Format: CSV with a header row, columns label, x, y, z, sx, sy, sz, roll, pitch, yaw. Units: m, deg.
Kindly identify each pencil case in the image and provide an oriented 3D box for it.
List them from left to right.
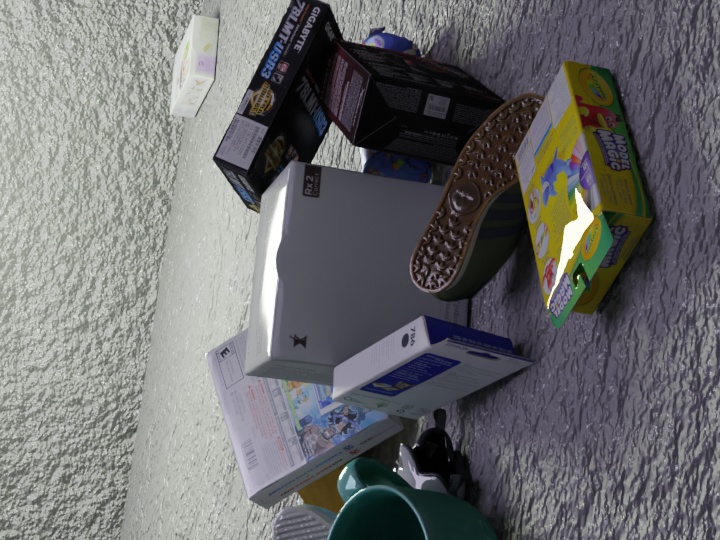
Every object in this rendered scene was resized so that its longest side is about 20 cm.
label,x,y,z,sx,sy,sz,roll,pitch,yaw
pencil case,0.037,-0.179,1.702,0.087,0.078,0.201,-34,44,35

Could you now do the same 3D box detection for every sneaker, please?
label,x,y,z,sx,sy,sz,roll,pitch,yaw
sneaker,0.007,0.292,1.466,0.074,0.200,0.082,-51,-12,10
sneaker,0.055,0.198,1.474,0.200,0.077,0.141,27,107,63
sneaker,0.120,-0.059,1.369,0.067,0.090,0.201,31,89,30

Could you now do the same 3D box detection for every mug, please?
label,x,y,z,sx,sy,sz,roll,pitch,yaw
mug,0.054,0.253,1.317,0.152,0.114,0.186,-17,66,49

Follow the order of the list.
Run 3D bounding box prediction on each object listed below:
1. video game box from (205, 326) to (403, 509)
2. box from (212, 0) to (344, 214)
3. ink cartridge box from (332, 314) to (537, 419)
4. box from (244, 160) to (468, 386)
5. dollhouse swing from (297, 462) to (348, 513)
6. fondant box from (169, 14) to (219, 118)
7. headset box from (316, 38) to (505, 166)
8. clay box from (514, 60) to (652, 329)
label,x,y,z,sx,sy,sz,roll,pitch,yaw
video game box,-0.065,0.130,1.650,0.182,0.047,0.201,-33,53,15
box,-0.077,-0.169,1.620,0.199,0.049,0.200,-62,-12,-9
ink cartridge box,0.065,0.085,1.373,0.200,0.099,0.039,-31,50,52
box,-0.002,0.013,1.524,0.131,0.199,0.200,146,131,-71
dollhouse swing,-0.006,0.164,1.757,0.182,0.175,0.200,59,-174,-32
fondant box,-0.352,-0.429,3.195,0.200,0.058,0.145,133,142,-65
headset box,0.047,-0.172,1.537,0.200,0.148,0.076,-125,47,-66
clay box,0.177,-0.058,1.212,0.115,0.047,0.201,114,157,-45
